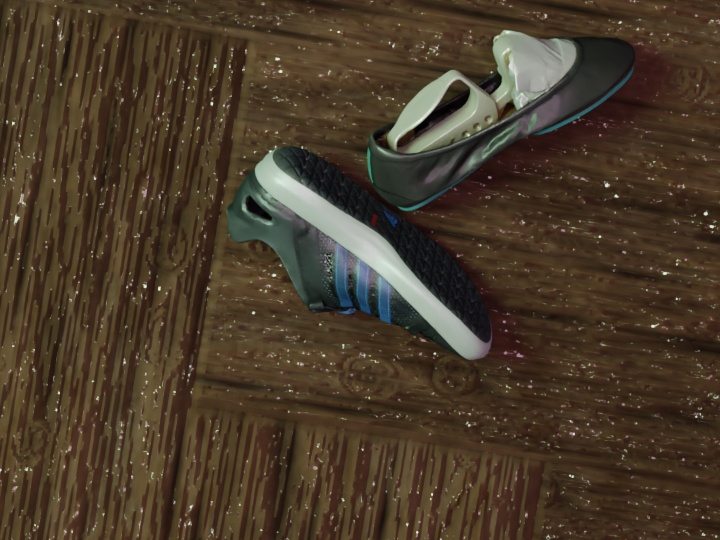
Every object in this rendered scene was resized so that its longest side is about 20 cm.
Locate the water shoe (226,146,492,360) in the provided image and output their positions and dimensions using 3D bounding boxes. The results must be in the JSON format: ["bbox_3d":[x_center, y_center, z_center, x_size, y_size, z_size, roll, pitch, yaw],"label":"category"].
[{"bbox_3d":[0.000,0.000,1.372,0.200,0.072,0.079,41,117,-6],"label":"water shoe"}]

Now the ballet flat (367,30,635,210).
[{"bbox_3d":[0.091,-0.112,1.356,0.199,0.068,0.069,-33,127,-3],"label":"ballet flat"}]
